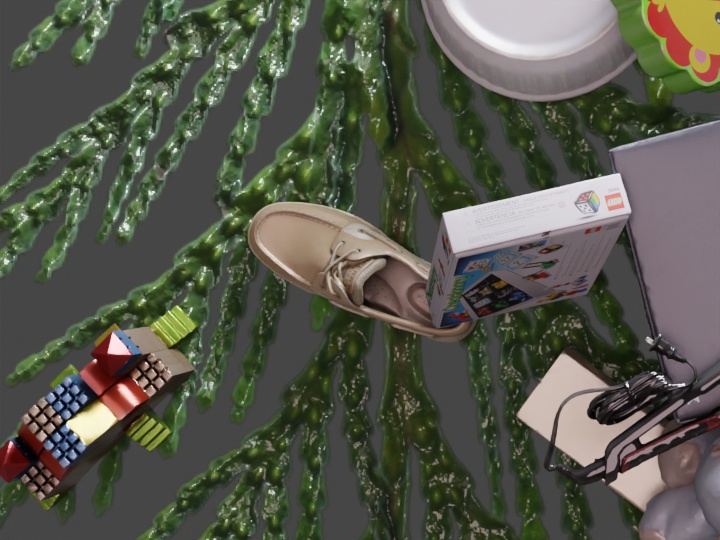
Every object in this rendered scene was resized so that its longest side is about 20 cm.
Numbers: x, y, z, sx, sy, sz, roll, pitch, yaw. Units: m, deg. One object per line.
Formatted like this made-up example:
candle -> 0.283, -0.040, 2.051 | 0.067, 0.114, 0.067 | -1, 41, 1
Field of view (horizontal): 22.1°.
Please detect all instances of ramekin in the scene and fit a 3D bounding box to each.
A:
ramekin -> 0.139, -0.233, 1.417 | 0.200, 0.105, 0.201 | 0, 91, 9

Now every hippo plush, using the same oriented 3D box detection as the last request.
hippo plush -> 0.302, 0.170, 1.289 | 0.200, 0.161, 0.160 | -7, 84, -1

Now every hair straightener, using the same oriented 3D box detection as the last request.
hair straightener -> 0.208, 0.081, 1.246 | 0.200, 0.041, 0.077 | -29, 87, 12

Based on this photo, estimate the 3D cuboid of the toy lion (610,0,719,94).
toy lion -> 0.256, -0.233, 1.361 | 0.191, 0.069, 0.200 | -10, 87, -35

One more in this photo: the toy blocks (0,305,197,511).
toy blocks -> -0.217, 0.115, 1.461 | 0.200, 0.137, 0.100 | -44, 84, 7

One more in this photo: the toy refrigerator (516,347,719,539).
toy refrigerator -> 0.218, 0.147, 1.422 | 0.200, 0.076, 0.070 | 36, 96, 7

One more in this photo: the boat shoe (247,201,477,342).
boat shoe -> 0.000, 0.000, 1.461 | 0.200, 0.065, 0.072 | 26, 94, 8

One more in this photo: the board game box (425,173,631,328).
board game box -> 0.116, -0.010, 1.330 | 0.126, 0.200, 0.035 | -12, 75, -5

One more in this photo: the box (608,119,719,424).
box -> 0.263, -0.002, 1.351 | 0.123, 0.198, 0.200 | -14, 89, 9
